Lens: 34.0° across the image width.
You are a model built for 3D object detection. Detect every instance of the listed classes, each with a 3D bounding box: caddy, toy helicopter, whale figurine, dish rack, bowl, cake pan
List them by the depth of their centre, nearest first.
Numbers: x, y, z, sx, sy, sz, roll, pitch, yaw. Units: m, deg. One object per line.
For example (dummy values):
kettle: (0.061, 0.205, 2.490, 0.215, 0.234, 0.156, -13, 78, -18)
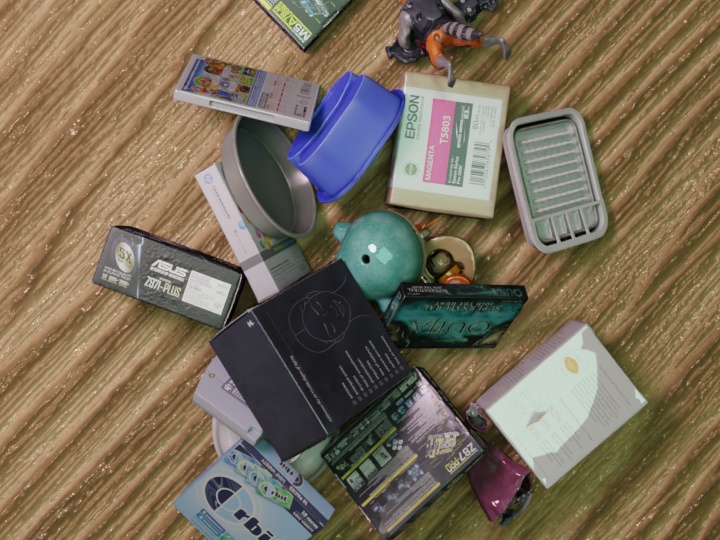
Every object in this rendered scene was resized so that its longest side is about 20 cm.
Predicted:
cake pan: (-0.133, -0.133, 1.704, 0.036, 0.200, 0.202, -24, 93, 25)
whale figurine: (0.000, 0.000, 1.716, 0.199, 0.104, 0.160, -35, 82, 22)
caddy: (-0.014, -0.193, 1.719, 0.105, 0.141, 0.201, 36, 90, -21)
bowl: (-0.126, 0.239, 1.755, 0.198, 0.090, 0.204, 0, 92, -4)
dish rack: (0.285, -0.133, 1.759, 0.170, 0.043, 0.203, -15, 93, -36)
toy helicopter: (0.075, -0.007, 1.769, 0.197, 0.079, 0.134, -11, 99, 10)

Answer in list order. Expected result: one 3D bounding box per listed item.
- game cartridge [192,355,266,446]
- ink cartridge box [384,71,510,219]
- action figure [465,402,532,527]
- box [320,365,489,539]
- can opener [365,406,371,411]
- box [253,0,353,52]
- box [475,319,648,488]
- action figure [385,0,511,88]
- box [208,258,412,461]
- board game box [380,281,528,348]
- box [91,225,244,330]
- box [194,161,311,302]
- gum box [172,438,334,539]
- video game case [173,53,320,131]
game cartridge: (-0.146, 0.153, 1.712, 0.132, 0.041, 0.200, 36, 48, 11)
ink cartridge box: (0.129, -0.185, 1.764, 0.162, 0.075, 0.203, 7, 92, -4)
action figure: (0.179, 0.274, 1.771, 0.134, 0.148, 0.200, -49, 68, 15)
box: (0.063, 0.265, 1.710, 0.200, 0.049, 0.162, -44, 69, 9)
can opener: (0.036, 0.241, 1.772, 0.053, 0.067, 0.203, -11, 92, 7)
box: (-0.088, -0.466, 1.760, 0.200, 0.048, 0.193, 44, 92, -4)
box: (0.299, 0.196, 1.766, 0.199, 0.106, 0.153, -39, 93, -1)
action figure: (0.137, -0.370, 1.728, 0.199, 0.105, 0.194, -36, 57, -12)
box: (-0.068, 0.122, 1.645, 0.196, 0.124, 0.201, -30, 86, -46)
board game box: (0.130, 0.068, 1.721, 0.197, 0.136, 0.028, 1, 53, -20)
box: (-0.270, 0.008, 1.705, 0.197, 0.164, 0.087, 20, 91, -2)
box: (-0.153, -0.066, 1.711, 0.041, 0.156, 0.202, -27, 92, 18)
gum box: (-0.159, 0.346, 1.725, 0.170, 0.045, 0.200, 45, 128, -2)
video game case: (-0.162, -0.261, 1.719, 0.197, 0.144, 0.018, 13, 122, -3)
